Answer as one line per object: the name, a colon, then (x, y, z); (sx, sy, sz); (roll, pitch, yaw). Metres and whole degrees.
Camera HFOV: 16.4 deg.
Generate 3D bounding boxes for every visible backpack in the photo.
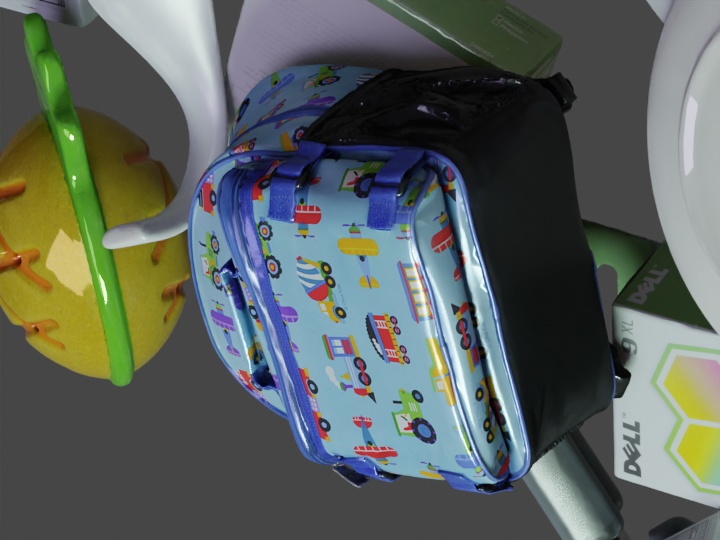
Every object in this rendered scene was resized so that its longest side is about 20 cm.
backpack: (0.000, 0.000, 1.122); (0.199, 0.134, 0.184); (8, 122, 38)

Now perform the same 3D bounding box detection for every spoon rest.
spoon rest: (-0.100, -0.113, 1.202); (0.099, 0.060, 0.201); (-7, 87, 54)

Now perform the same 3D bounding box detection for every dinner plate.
dinner plate: (0.174, -0.038, 0.924); (0.200, 0.024, 0.201); (20, 117, 45)

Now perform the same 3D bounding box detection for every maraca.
maraca: (-0.145, -0.033, 1.285); (0.137, 0.106, 0.201); (-125, 22, -56)

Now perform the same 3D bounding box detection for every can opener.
can opener: (0.122, 0.112, 1.252); (0.066, 0.053, 0.200); (-36, 101, 12)

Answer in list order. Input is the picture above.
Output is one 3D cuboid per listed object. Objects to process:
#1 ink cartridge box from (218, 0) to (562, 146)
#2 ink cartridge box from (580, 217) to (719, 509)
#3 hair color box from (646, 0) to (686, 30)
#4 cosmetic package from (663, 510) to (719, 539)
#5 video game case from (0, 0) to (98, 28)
ink cartridge box: (0.000, -0.066, 1.202); (0.145, 0.048, 0.201); (33, 137, 13)
ink cartridge box: (0.170, 0.053, 1.155); (0.199, 0.059, 0.104); (17, 131, 27)
hair color box: (0.169, -0.119, 0.969); (0.200, 0.061, 0.102); (57, 137, 24)
cosmetic package: (0.216, 0.198, 1.201); (0.200, 0.051, 0.082); (37, 140, -17)
video game case: (-0.226, -0.211, 1.283); (0.199, 0.018, 0.144); (17, 130, 26)
